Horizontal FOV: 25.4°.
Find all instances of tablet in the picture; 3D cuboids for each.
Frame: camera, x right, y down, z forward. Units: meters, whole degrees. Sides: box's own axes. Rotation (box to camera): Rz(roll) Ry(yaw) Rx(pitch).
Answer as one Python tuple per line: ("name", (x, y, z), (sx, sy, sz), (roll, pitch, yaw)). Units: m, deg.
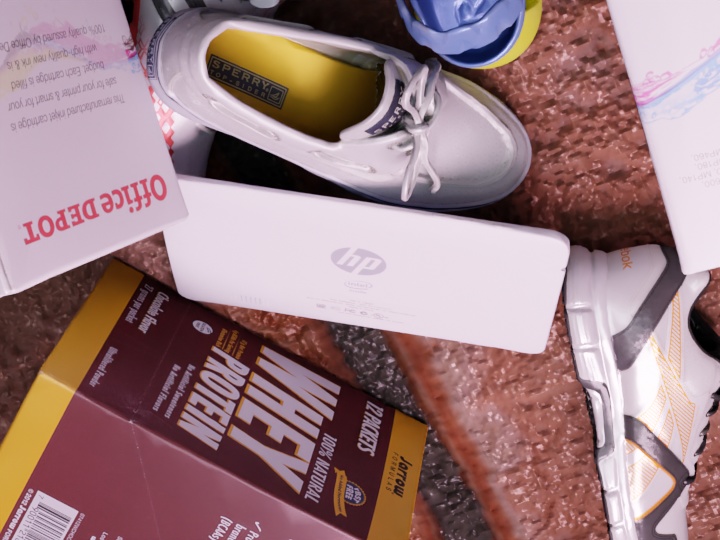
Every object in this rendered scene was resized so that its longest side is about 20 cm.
("tablet", (0.000, 0.000, 0.807), (0.200, 0.014, 0.130), (8, 153, 4))

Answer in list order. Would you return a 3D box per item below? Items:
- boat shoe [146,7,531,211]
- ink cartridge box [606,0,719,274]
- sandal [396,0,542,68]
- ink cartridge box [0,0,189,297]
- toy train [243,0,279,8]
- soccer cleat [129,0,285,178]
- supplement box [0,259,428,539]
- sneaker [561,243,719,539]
("boat shoe", (0.007, -0.075, 0.736), (0.202, 0.086, 0.075), (20, 88, -27))
("ink cartridge box", (0.153, -0.120, 0.695), (0.086, 0.148, 0.200), (-13, 111, 14))
("sandal", (0.036, -0.178, 0.720), (0.079, 0.087, 0.200), (-15, 110, 16))
("ink cartridge box", (-0.194, -0.085, 0.691), (0.146, 0.147, 0.200), (-14, 98, 26))
("toy train", (-0.027, -0.166, 0.642), (0.200, 0.114, 0.085), (-12, 77, 39))
("soccer cleat", (-0.074, -0.119, 0.774), (0.085, 0.069, 0.200), (6, 111, 10))
("supplement box", (-0.101, 0.141, 0.861), (0.200, 0.133, 0.197), (29, 115, -6))
("sneaker", (0.157, 0.078, 0.829), (0.080, 0.074, 0.200), (-10, 114, 9))
